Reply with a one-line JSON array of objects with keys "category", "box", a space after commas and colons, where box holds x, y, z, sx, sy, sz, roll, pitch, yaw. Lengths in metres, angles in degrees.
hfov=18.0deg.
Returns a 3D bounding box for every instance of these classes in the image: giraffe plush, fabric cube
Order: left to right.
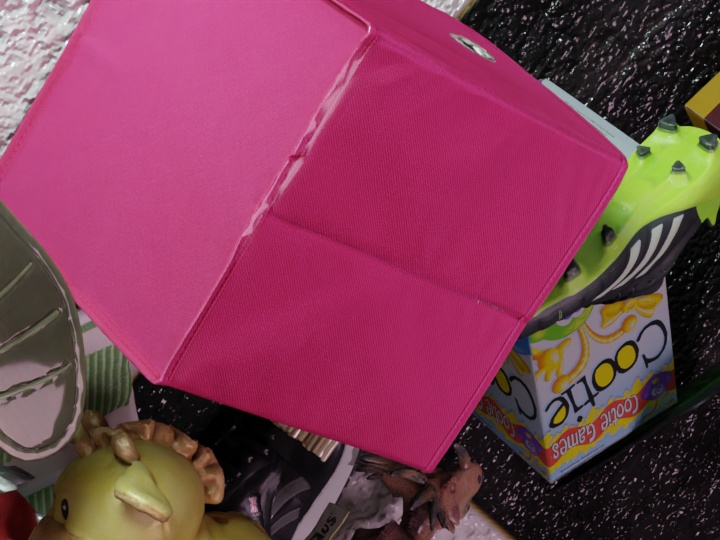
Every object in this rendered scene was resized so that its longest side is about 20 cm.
[{"category": "giraffe plush", "box": [-0.105, 0.158, 1.197, 0.162, 0.172, 0.201, 48, 53, -31]}, {"category": "fabric cube", "box": [-0.029, -0.048, 1.137, 0.199, 0.196, 0.201, 22, 105, -44]}]

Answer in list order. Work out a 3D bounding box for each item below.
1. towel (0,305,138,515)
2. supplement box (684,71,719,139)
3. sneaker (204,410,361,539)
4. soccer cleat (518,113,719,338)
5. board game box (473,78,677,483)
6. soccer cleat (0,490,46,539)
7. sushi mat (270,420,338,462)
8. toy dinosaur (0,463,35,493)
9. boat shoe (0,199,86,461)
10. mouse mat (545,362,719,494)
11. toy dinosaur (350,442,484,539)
[{"category": "towel", "box": [-0.186, 0.113, 1.250, 0.152, 0.023, 0.201, -25, 134, -22]}, {"category": "supplement box", "box": [0.343, -0.045, 1.437, 0.133, 0.200, 0.197, -43, 137, -6]}, {"category": "sneaker", "box": [-0.061, 0.117, 1.320, 0.087, 0.076, 0.201, 0, 119, -32]}, {"category": "soccer cleat", "box": [0.129, -0.006, 1.230, 0.200, 0.067, 0.081, -35, 138, -26]}, {"category": "board game box", "box": [0.112, 0.008, 1.357, 0.103, 0.105, 0.201, -30, 133, -19]}, {"category": "soccer cleat", "box": [-0.202, 0.213, 1.250, 0.069, 0.085, 0.201, -56, 144, -62]}, {"category": "sushi mat", "box": [0.000, 0.000, 1.271, 0.200, 0.096, 0.012, -55, 163, 6]}, {"category": "toy dinosaur", "box": [-0.232, 0.062, 1.130, 0.199, 0.102, 0.136, -27, 92, -1]}, {"category": "boat shoe", "box": [-0.193, -0.004, 1.076, 0.072, 0.068, 0.201, -30, 105, -26]}, {"category": "mouse mat", "box": [0.214, 0.079, 1.458, 0.161, 0.008, 0.200, -33, 174, -32]}, {"category": "toy dinosaur", "box": [0.013, 0.179, 1.373, 0.200, 0.085, 0.136, -63, 176, -74]}]
